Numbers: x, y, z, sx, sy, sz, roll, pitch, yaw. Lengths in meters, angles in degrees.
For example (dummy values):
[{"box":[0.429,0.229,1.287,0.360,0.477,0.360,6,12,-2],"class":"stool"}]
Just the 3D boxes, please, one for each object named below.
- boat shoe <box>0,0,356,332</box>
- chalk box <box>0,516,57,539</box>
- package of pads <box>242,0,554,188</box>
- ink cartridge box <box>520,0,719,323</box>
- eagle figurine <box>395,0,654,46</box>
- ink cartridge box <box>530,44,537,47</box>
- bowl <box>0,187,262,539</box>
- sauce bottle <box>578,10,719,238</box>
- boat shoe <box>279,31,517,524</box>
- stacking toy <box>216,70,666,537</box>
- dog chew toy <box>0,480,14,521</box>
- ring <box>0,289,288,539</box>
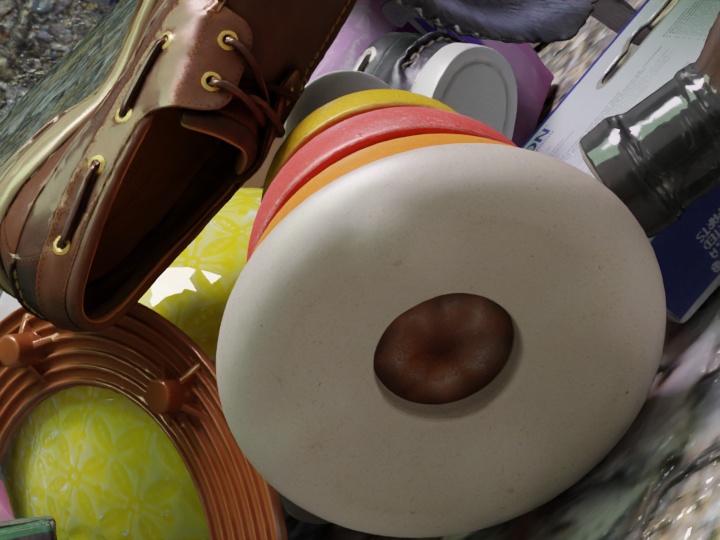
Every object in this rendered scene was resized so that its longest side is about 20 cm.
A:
[{"box":[-0.051,-0.060,0.788,0.200,0.072,0.068,-51,41,-2],"class":"boat shoe"},{"box":[-0.172,0.157,0.778,0.125,0.200,0.124,-7,-12,-32],"class":"chalk box"},{"box":[0.016,-0.070,1.047,0.076,0.120,0.200,-38,16,35],"class":"package of pads"},{"box":[0.141,-0.075,0.848,0.200,0.041,0.200,-49,13,-1],"class":"ink cartridge box"},{"box":[0.047,-0.157,0.971,0.200,0.151,0.152,-23,-18,-19],"class":"eagle figurine"},{"box":[0.066,-0.158,1.246,0.200,0.067,0.117,-35,19,40],"class":"ink cartridge box"},{"box":[-0.099,0.052,0.915,0.200,0.108,0.200,-166,90,-88],"class":"bowl"},{"box":[0.161,-0.083,0.711,0.200,0.065,0.065,-36,16,14],"class":"sauce bottle"},{"box":[0.000,0.000,0.894,0.060,0.074,0.200,20,94,45],"class":"boat shoe"},{"box":[0.012,-0.018,0.779,0.146,0.146,0.200,-44,31,16],"class":"stacking toy"},{"box":[-0.190,0.144,1.109,0.200,0.125,0.125,-45,12,46],"class":"dog chew toy"},{"box":[-0.101,0.107,0.821,0.019,0.201,0.200,-4,-25,-47],"class":"ring"}]
